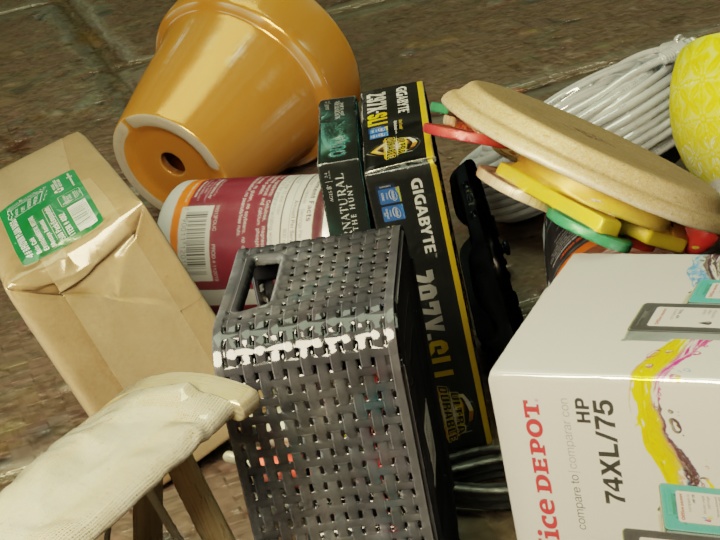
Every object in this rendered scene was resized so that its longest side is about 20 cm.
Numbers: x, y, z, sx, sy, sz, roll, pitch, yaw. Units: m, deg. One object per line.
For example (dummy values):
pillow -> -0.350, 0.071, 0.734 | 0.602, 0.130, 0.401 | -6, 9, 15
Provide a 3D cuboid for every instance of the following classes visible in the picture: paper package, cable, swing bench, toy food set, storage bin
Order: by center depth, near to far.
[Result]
swing bench -> -0.133, 0.173, 0.736 | 0.130, 0.200, 0.199 | 5, 27, 34
storage bin -> -0.006, 0.091, 0.866 | 0.094, 0.200, 0.135 | -9, 23, 7
cable -> 0.010, 0.118, 0.989 | 0.200, 0.050, 0.097 | 1, 24, 28
toy food set -> 0.131, -0.063, 1.009 | 0.198, 0.049, 0.200 | 10, 19, -49
paper package -> -0.168, 0.022, 1.104 | 0.103, 0.191, 0.200 | -34, 28, -7
cable -> 0.180, -0.110, 1.350 | 0.200, 0.069, 0.200 | -34, 9, -23

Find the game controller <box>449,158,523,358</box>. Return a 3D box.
game controller -> 0.094, -0.007, 1.174 | 0.042, 0.105, 0.200 | -8, 23, 1

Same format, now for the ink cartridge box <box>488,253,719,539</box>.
ink cartridge box -> 0.192, 0.085, 0.861 | 0.200, 0.147, 0.146 | 0, 26, 27

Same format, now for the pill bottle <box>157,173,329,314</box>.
pill bottle -> -0.045, -0.017, 1.250 | 0.200, 0.114, 0.114 | -1, 25, 22

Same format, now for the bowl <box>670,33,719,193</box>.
bowl -> 0.309, -0.079, 1.191 | 0.200, 0.200, 0.108 | 11, 74, 42

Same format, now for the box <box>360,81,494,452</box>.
box -> 0.042, -0.004, 1.069 | 0.049, 0.200, 0.160 | -10, 22, 5

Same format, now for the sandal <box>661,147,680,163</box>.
sandal -> 0.206, -0.053, 1.313 | 0.076, 0.043, 0.200 | -20, 13, 40

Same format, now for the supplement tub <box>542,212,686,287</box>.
supplement tub -> 0.177, 0.008, 1.099 | 0.107, 0.107, 0.200 | -8, 24, 8

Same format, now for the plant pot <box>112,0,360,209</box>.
plant pot -> -0.129, -0.149, 1.526 | 0.200, 0.200, 0.183 | 5, 43, 33

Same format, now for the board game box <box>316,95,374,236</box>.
board game box -> 0.000, 0.000, 1.076 | 0.028, 0.200, 0.135 | -8, 22, 2
